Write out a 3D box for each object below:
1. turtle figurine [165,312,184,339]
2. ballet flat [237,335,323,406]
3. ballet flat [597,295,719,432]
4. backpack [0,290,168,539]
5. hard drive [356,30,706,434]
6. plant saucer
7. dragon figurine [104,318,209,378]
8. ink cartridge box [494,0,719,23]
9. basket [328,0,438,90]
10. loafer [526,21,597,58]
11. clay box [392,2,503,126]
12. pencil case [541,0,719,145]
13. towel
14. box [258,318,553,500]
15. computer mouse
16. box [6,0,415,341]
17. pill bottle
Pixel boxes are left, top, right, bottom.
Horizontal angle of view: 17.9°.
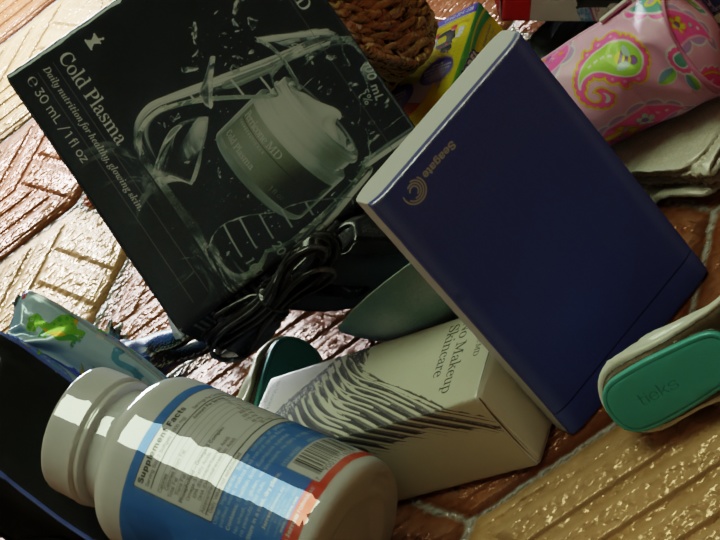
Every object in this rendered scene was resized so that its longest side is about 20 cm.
[{"bbox_3d":[-0.091,-0.011,1.628,0.143,0.201,0.194,-26,-3,-11],"label":"turtle figurine"},{"bbox_3d":[-0.073,0.131,1.498,0.069,0.070,0.201,-18,34,39],"label":"ballet flat"},{"bbox_3d":[0.219,0.031,1.249,0.199,0.069,0.070,-25,32,33],"label":"ballet flat"},{"bbox_3d":[-0.201,0.116,1.534,0.147,0.183,0.200,-57,4,-19],"label":"backpack"},{"bbox_3d":[0.103,-0.020,1.315,0.132,0.200,0.025,-49,28,-13],"label":"hard drive"},{"bbox_3d":[0.079,-0.002,1.432,0.200,0.039,0.201,-32,-8,-5],"label":"plant saucer"},{"bbox_3d":[-0.171,0.091,1.676,0.200,0.059,0.099,-51,28,-18],"label":"dragon figurine"},{"bbox_3d":[0.149,-0.225,1.576,0.199,0.068,0.116,0,31,-4],"label":"ink cartridge box"},{"bbox_3d":[-0.047,-0.165,1.652,0.149,0.143,0.200,-35,-2,21],"label":"basket"},{"bbox_3d":[0.110,-0.129,1.593,0.070,0.068,0.201,26,67,19],"label":"loafer"},{"bbox_3d":[0.037,-0.102,1.688,0.115,0.048,0.201,-24,31,35],"label":"clay box"},{"bbox_3d":[0.139,-0.112,1.451,0.199,0.087,0.088,-28,30,31],"label":"pencil case"},{"bbox_3d":[0.200,-0.103,1.491,0.133,0.035,0.200,-51,27,-18],"label":"towel"},{"bbox_3d":[0.023,0.092,1.405,0.199,0.068,0.082,-21,35,37],"label":"box"},{"bbox_3d":[0.000,0.000,1.458,0.200,0.053,0.138,-30,-9,-46],"label":"computer mouse"},{"bbox_3d":[-0.087,-0.092,1.474,0.196,0.200,0.124,-35,-4,-2],"label":"box"},{"bbox_3d":[-0.088,0.130,1.363,0.199,0.112,0.112,21,62,26],"label":"pill bottle"}]
